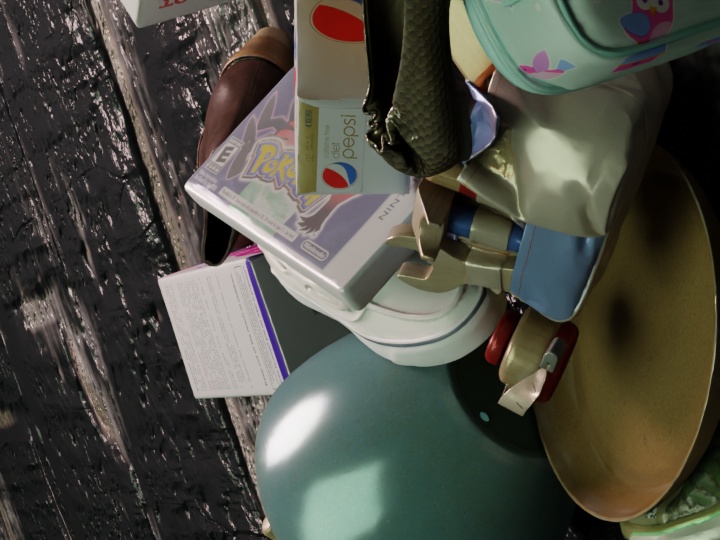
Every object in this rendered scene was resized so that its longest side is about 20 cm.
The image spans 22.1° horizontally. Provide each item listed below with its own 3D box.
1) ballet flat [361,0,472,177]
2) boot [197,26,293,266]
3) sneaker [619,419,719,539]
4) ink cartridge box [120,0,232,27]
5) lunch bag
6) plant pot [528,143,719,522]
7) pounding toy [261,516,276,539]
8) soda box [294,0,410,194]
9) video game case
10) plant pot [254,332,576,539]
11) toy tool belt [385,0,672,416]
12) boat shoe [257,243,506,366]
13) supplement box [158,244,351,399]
[{"bbox_3d":[0.012,-0.125,0.814,0.068,0.046,0.201,-118,13,-50],"label":"ballet flat"},{"bbox_3d":[-0.093,-0.056,1.296,0.167,0.072,0.201,-75,-1,-49],"label":"boot"},{"bbox_3d":[0.197,0.093,0.943,0.200,0.076,0.089,-31,63,60],"label":"sneaker"},{"bbox_3d":[-0.096,-0.280,1.145,0.145,0.145,0.200,58,152,23],"label":"ink cartridge box"},{"bbox_3d":[0.098,-0.186,0.812,0.077,0.160,0.201,-24,87,64],"label":"lunch bag"},{"bbox_3d":[0.143,0.031,0.968,0.200,0.027,0.202,-176,90,-68],"label":"plant pot"},{"bbox_3d":[0.038,0.236,1.208,0.201,0.183,0.142,64,154,13],"label":"pounding toy"},{"bbox_3d":[-0.006,-0.131,1.032,0.201,0.063,0.068,-93,4,-46],"label":"soda box"},{"bbox_3d":[0.005,-0.081,1.064,0.023,0.182,0.200,48,171,-35],"label":"video game case"},{"bbox_3d":[0.056,0.103,1.095,0.135,0.199,0.201,-47,64,43],"label":"plant pot"},{"bbox_3d":[0.072,-0.036,0.940,0.122,0.125,0.201,24,125,11],"label":"toy tool belt"},{"bbox_3d":[0.000,0.000,1.063,0.199,0.074,0.065,14,155,50],"label":"boat shoe"},{"bbox_3d":[-0.060,0.031,1.350,0.200,0.101,0.104,-14,96,64],"label":"supplement box"}]
